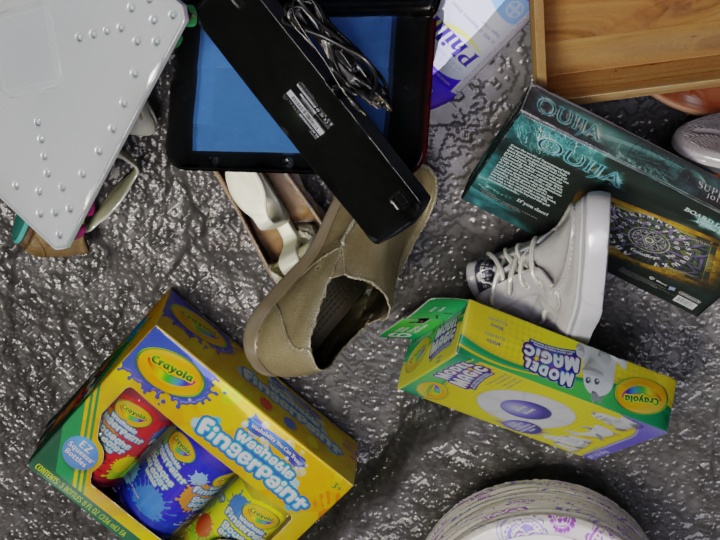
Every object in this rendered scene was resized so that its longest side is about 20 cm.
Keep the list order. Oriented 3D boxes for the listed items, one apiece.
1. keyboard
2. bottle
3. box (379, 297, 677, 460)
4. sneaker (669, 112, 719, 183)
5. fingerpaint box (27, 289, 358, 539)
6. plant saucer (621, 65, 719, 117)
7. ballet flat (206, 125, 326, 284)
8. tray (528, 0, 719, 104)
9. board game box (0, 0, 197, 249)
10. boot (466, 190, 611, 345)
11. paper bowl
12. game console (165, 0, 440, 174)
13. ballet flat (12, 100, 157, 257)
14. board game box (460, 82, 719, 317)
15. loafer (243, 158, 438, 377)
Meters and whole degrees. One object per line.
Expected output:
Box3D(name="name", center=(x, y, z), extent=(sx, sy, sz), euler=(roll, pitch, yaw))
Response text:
Box3D(name="keyboard", center=(-0.018, -0.115, 0.933), extent=(0.200, 0.040, 0.104), euler=(51, 147, -6))
Box3D(name="bottle", center=(0.044, -0.158, 1.009), extent=(0.084, 0.065, 0.200), euler=(44, 109, -8))
Box3D(name="box", center=(0.116, 0.079, 1.065), extent=(0.199, 0.049, 0.117), euler=(23, 156, -12))
Box3D(name="sneaker", center=(0.303, -0.042, 1.021), extent=(0.198, 0.078, 0.113), euler=(8, 125, -7))
Box3D(name="fingerpaint box", center=(-0.129, 0.145, 1.140), extent=(0.200, 0.073, 0.167), euler=(41, 109, -13))
Box3D(name="plant saucer", center=(0.258, -0.205, 0.996), extent=(0.198, 0.032, 0.202), euler=(1, 112, 2))
Box3D(name="ballet flat", center=(-0.059, -0.032, 1.067), extent=(0.068, 0.067, 0.201), euler=(-29, 108, 14))
Box3D(name="tray", center=(0.212, -0.168, 0.958), extent=(0.198, 0.037, 0.099), euler=(-7, 133, 3))
Box3D(name="board game box", center=(-0.223, -0.152, 0.999), extent=(0.200, 0.026, 0.201), euler=(41, 115, 17))
Box3D(name="boot", center=(0.122, 0.008, 1.030), extent=(0.095, 0.074, 0.201), euler=(7, 149, 4))
Box3D(name="paper bowl", center=(0.140, 0.258, 1.154), extent=(0.199, 0.105, 0.202), euler=(1, 113, 3))
Box3D(name="game console", center=(-0.058, -0.162, 0.950), extent=(0.198, 0.119, 0.173), euler=(3, 146, 23))
Box3D(name="ballet flat", center=(-0.191, -0.093, 1.057), extent=(0.072, 0.068, 0.201), euler=(14, 114, -24))
Box3D(name="board game box", center=(0.181, -0.045, 1.017), extent=(0.199, 0.028, 0.135), euler=(27, 152, -3))
Box3D(name="loafer", center=(0.000, 0.000, 1.032), extent=(0.201, 0.067, 0.076), euler=(-55, 137, -14))
